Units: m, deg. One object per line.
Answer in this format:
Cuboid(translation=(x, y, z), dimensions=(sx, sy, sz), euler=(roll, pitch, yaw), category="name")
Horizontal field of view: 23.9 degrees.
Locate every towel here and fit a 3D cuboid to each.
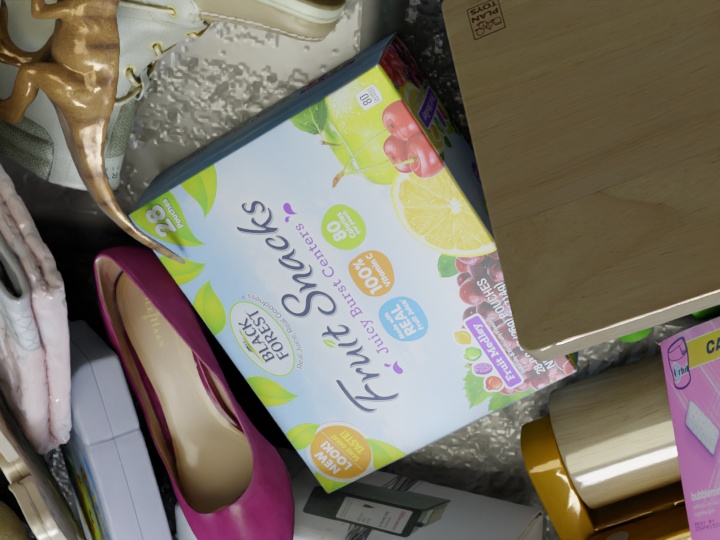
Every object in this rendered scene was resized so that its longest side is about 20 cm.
Cuboid(translation=(-0.204, -0.023, 0.877), dimensions=(0.200, 0.032, 0.191), euler=(59, 159, 20), category="towel")

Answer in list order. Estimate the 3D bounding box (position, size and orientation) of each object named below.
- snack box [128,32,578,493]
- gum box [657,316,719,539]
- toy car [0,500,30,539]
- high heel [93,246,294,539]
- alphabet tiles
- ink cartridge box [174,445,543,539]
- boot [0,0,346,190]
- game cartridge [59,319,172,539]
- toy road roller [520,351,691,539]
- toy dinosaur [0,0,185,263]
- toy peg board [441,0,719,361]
Cuboid(translation=(0.000, 0.000, 0.932), dimensions=(0.168, 0.068, 0.200), euler=(-28, 106, 20), category="snack box")
Cuboid(translation=(0.219, 0.069, 0.799), dimensions=(0.066, 0.200, 0.114), euler=(-3, 77, -21), category="gum box")
Cuboid(translation=(-0.256, 0.186, 1.031), dimensions=(0.164, 0.158, 0.200), euler=(-32, 117, 26), category="toy car")
Cuboid(translation=(-0.098, 0.083, 0.921), dimensions=(0.067, 0.096, 0.201), euler=(-29, 70, 14), category="high heel")
Cuboid(translation=(-0.199, 0.089, 0.945), dimensions=(0.015, 0.200, 0.196), euler=(-29, 148, -9), category="alphabet tiles")
Cuboid(translation=(0.001, 0.197, 0.986), dimensions=(0.199, 0.084, 0.146), euler=(11, 117, 24), category="ink cartridge box")
Cuboid(translation=(-0.113, -0.113, 0.900), dimensions=(0.199, 0.072, 0.155), euler=(17, 116, 8), category="boot")
Cuboid(translation=(-0.140, 0.134, 0.977), dimensions=(0.040, 0.133, 0.201), euler=(-19, 105, -20), category="game cartridge")
Cuboid(translation=(0.175, 0.158, 0.925), dimensions=(0.122, 0.146, 0.201), euler=(-21, 109, 16), category="toy road roller")
Cuboid(translation=(-0.143, -0.091, 0.848), dimensions=(0.106, 0.060, 0.201), euler=(10, 117, 11), category="toy dinosaur")
Cuboid(translation=(0.164, -0.067, 0.837), dimensions=(0.199, 0.098, 0.200), euler=(-20, 65, 18), category="toy peg board")
